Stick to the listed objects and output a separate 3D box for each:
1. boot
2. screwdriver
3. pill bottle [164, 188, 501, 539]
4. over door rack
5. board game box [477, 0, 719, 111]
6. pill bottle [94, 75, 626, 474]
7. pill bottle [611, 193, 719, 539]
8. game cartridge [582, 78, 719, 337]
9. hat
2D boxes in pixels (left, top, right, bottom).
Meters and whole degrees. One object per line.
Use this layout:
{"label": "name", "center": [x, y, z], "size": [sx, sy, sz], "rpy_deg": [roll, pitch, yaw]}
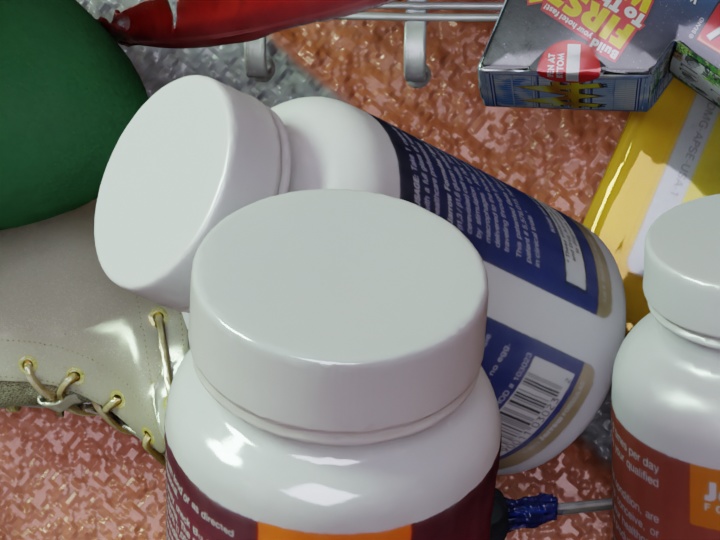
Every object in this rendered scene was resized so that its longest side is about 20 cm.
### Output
{"label": "boot", "center": [-0.110, 0.052, 0.889], "size": [0.153, 0.072, 0.202], "rpy_deg": [-8, 64, 5]}
{"label": "screwdriver", "center": [0.095, 0.093, 0.883], "size": [0.198, 0.028, 0.029], "rpy_deg": [-9, 107, -14]}
{"label": "pill bottle", "center": [-0.011, 0.082, 0.736], "size": [0.113, 0.115, 0.201], "rpy_deg": [7, 126, 5]}
{"label": "over door rack", "center": [0.029, -0.170, 0.919], "size": [0.146, 0.067, 0.202], "rpy_deg": [1, 72, 5]}
{"label": "board game box", "center": [0.144, -0.120, 0.823], "size": [0.199, 0.062, 0.200], "rpy_deg": [36, 86, 11]}
{"label": "pill bottle", "center": [0.000, 0.000, 0.830], "size": [0.199, 0.111, 0.112], "rpy_deg": [25, 87, -37]}
{"label": "pill bottle", "center": [0.151, 0.078, 0.821], "size": [0.111, 0.112, 0.202], "rpy_deg": [-2, 116, 5]}
{"label": "game cartridge", "center": [0.198, -0.042, 0.906], "size": [0.175, 0.032, 0.201], "rpy_deg": [23, 89, 6]}
{"label": "hat", "center": [-0.094, -0.056, 0.872], "size": [0.174, 0.200, 0.167], "rpy_deg": [14, 84, -14]}
